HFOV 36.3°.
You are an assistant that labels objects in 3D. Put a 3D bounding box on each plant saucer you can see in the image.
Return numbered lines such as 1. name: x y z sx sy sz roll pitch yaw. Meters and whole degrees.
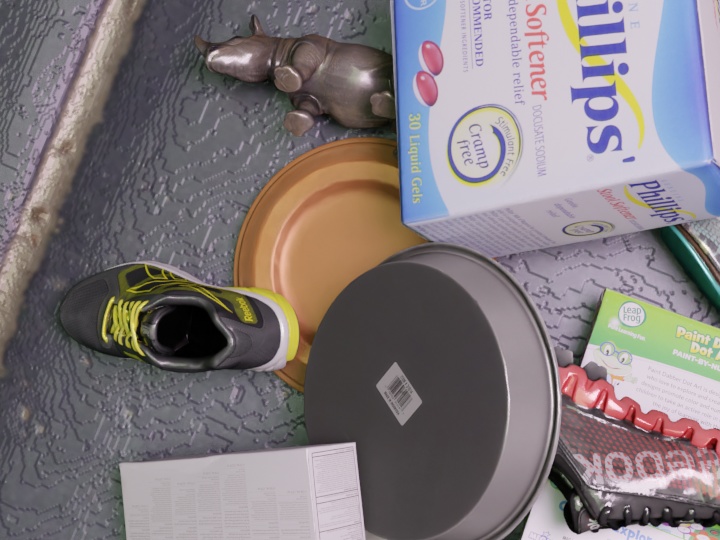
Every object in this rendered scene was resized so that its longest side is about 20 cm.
1. plant saucer: 0.000 0.000 0.801 0.198 0.037 0.203 -1 84 9

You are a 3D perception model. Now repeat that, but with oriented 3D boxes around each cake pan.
1. cake pan: 0.035 0.081 0.699 0.199 0.037 0.203 -5 82 43

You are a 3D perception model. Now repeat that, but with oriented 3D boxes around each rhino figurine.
1. rhino figurine: -0.032 -0.139 0.800 0.198 0.088 0.060 19 127 12

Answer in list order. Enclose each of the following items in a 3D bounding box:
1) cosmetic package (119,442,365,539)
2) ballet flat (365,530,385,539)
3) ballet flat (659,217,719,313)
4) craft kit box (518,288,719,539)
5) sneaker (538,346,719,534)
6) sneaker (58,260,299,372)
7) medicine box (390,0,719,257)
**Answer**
1. cosmetic package: -0.084 0.164 0.744 0.199 0.050 0.084 -12 80 42
2. ballet flat: 0.043 0.197 0.758 0.198 0.073 0.074 22 88 11
3. ballet flat: 0.220 -0.049 0.754 0.071 0.069 0.200 -42 74 1
4. craft kit box: 0.222 0.137 0.722 0.198 0.049 0.199 21 75 11
5. sneaker: 0.175 0.128 0.670 0.199 0.071 0.099 23 73 14
6. sneaker: -0.143 0.032 0.781 0.198 0.084 0.075 3 91 26
7. medicine box: 0.130 -0.119 0.707 0.198 0.103 0.184 -11 72 29
